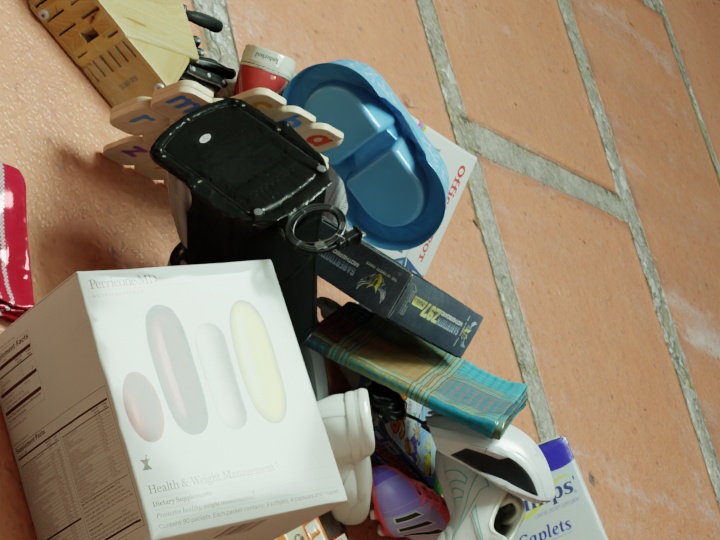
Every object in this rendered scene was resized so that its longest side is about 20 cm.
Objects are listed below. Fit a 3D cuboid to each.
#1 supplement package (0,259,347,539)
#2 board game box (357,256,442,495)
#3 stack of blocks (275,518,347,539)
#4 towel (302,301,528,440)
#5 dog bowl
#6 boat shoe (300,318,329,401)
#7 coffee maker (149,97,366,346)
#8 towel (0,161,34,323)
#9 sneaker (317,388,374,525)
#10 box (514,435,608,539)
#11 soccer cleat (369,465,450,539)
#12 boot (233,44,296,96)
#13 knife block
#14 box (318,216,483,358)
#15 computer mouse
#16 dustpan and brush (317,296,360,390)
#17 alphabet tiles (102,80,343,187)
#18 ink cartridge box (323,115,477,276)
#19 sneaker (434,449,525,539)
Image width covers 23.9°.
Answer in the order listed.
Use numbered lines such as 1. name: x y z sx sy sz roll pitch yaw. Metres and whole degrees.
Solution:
1. supplement package: -0.147 0.115 1.289 0.190 0.147 0.202 -5 70 -43
2. board game box: 0.049 0.107 1.698 0.136 0.034 0.202 49 40 -42
3. stack of blocks: -0.055 0.264 1.451 0.115 0.058 0.202 -22 86 -62
4. towel: 0.054 0.088 1.560 0.198 0.022 0.147 26 16 10
5. dog bowl: 0.009 -0.115 1.631 0.201 0.111 0.050 53 31 -7
6. boat shoe: -0.060 0.062 1.594 0.066 0.073 0.202 11 57 -52
7. coffee maker: -0.092 -0.008 1.424 0.201 0.133 0.193 94 -27 -46
8. towel: -0.329 -0.052 1.298 0.199 0.022 0.146 28 43 -47
9. sneaker: -0.035 0.167 1.519 0.201 0.087 0.076 90 -9 -56
10. box: 0.199 0.280 1.744 0.184 0.104 0.202 56 11 -81
11. soccer cleat: 0.065 0.233 1.618 0.200 0.076 0.067 54 23 -50
12. boot: -0.107 -0.136 1.704 0.200 0.072 0.146 40 68 -86
13. knife block: -0.206 -0.232 1.612 0.200 0.064 0.176 51 30 -21
14. box: 0.000 0.000 1.578 0.199 0.051 0.157 33 2 31
15. computer mouse: 0.097 0.144 1.552 0.199 0.044 0.110 28 16 2
16. dustpan and brush: 0.001 0.069 1.705 0.199 0.057 0.141 27 45 -48
17. alphabet tiles: -0.123 -0.115 1.513 0.199 0.194 0.015 27 56 -47
18. ink cartridge box: 0.015 -0.097 1.773 0.199 0.084 0.146 26 88 -49
19. sneaker: 0.116 0.213 1.581 0.070 0.080 0.201 41 31 -30
